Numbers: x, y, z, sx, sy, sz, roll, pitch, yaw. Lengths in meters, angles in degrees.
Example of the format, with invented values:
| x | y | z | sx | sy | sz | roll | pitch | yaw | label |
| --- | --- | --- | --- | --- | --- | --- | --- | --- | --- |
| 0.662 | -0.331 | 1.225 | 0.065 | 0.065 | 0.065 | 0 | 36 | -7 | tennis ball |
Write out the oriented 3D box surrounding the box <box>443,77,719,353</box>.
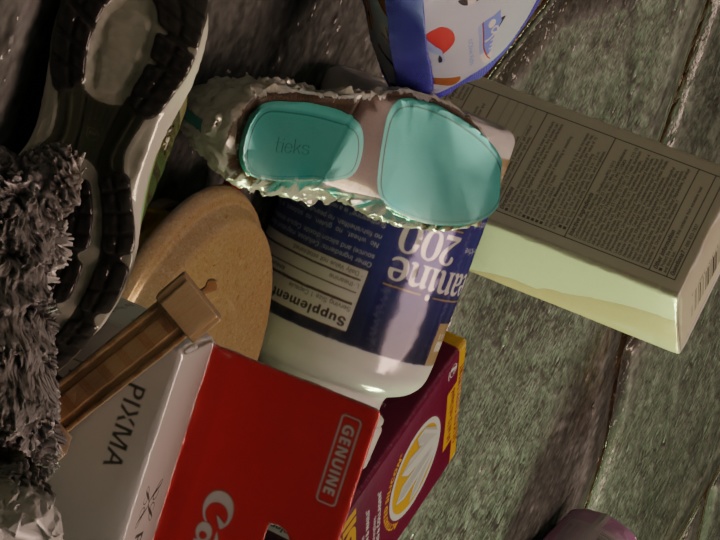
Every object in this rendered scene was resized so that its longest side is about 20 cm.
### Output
| x | y | z | sx | sy | sz | roll | pitch | yaw | label |
| --- | --- | --- | --- | --- | --- | --- | --- | --- | --- |
| 0.116 | -0.038 | 1.626 | 0.095 | 0.199 | 0.078 | -59 | 160 | -22 | box |

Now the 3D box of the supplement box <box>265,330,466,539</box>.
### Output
| x | y | z | sx | sy | sz | roll | pitch | yaw | label |
| --- | --- | --- | --- | --- | --- | --- | --- | --- | --- |
| -0.021 | 0.123 | 1.604 | 0.200 | 0.085 | 0.111 | -53 | 157 | -38 | supplement box |

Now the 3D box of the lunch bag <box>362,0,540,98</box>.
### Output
| x | y | z | sx | sy | sz | roll | pitch | yaw | label |
| --- | --- | --- | --- | --- | --- | --- | --- | --- | --- |
| 0.050 | -0.207 | 1.371 | 0.170 | 0.123 | 0.201 | 81 | 28 | -60 | lunch bag |

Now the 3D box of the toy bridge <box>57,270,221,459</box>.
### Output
| x | y | z | sx | sy | sz | roll | pitch | yaw | label |
| --- | --- | --- | --- | --- | --- | --- | --- | --- | --- |
| -0.138 | 0.069 | 1.168 | 0.200 | 0.027 | 0.067 | -40 | -176 | -1 | toy bridge |

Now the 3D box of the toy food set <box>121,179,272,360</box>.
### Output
| x | y | z | sx | sy | sz | roll | pitch | yaw | label |
| --- | --- | --- | --- | --- | --- | --- | --- | --- | --- |
| -0.101 | 0.045 | 1.345 | 0.199 | 0.048 | 0.200 | -69 | 162 | 2 | toy food set |

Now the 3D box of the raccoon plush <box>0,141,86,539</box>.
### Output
| x | y | z | sx | sy | sz | roll | pitch | yaw | label |
| --- | --- | --- | --- | --- | --- | --- | --- | --- | --- |
| -0.130 | 0.022 | 1.049 | 0.096 | 0.200 | 0.135 | 15 | 98 | -40 | raccoon plush |

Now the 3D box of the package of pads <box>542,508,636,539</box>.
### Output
| x | y | z | sx | sy | sz | roll | pitch | yaw | label |
| --- | --- | --- | --- | --- | --- | --- | --- | --- | --- |
| 0.163 | 0.298 | 2.355 | 0.200 | 0.075 | 0.121 | -38 | 147 | -57 | package of pads |

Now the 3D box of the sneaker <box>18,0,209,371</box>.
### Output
| x | y | z | sx | sy | sz | roll | pitch | yaw | label |
| --- | --- | --- | --- | --- | --- | --- | --- | --- | --- |
| -0.114 | -0.041 | 1.186 | 0.201 | 0.077 | 0.089 | -65 | 174 | 2 | sneaker |

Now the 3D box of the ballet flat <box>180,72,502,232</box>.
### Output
| x | y | z | sx | sy | sz | roll | pitch | yaw | label |
| --- | --- | --- | --- | --- | --- | --- | --- | --- | --- |
| -0.012 | -0.065 | 1.363 | 0.199 | 0.072 | 0.072 | 12 | 100 | -46 | ballet flat |

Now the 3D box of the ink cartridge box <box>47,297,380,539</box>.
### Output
| x | y | z | sx | sy | sz | roll | pitch | yaw | label |
| --- | --- | --- | --- | --- | --- | --- | --- | --- | --- |
| -0.103 | 0.123 | 1.225 | 0.044 | 0.173 | 0.201 | -18 | 128 | -68 | ink cartridge box |

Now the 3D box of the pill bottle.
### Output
| x | y | z | sx | sy | sz | roll | pitch | yaw | label |
| --- | --- | --- | --- | --- | --- | --- | --- | --- | --- |
| 0.000 | 0.000 | 1.480 | 0.201 | 0.111 | 0.111 | -70 | 162 | 6 | pill bottle |
